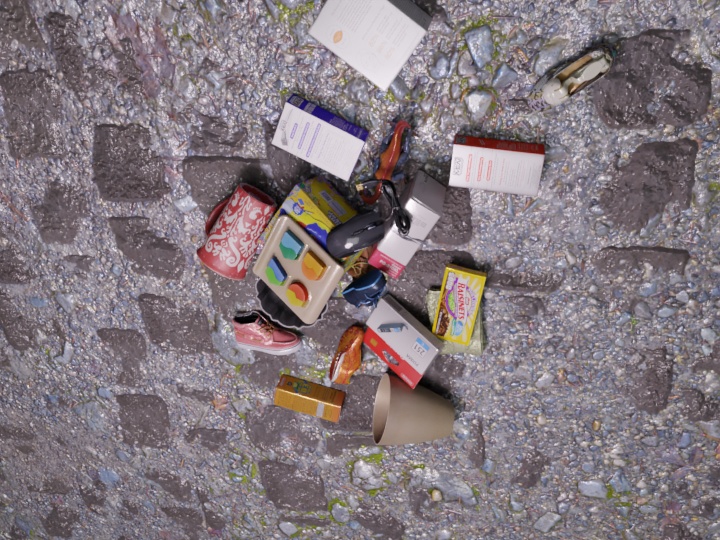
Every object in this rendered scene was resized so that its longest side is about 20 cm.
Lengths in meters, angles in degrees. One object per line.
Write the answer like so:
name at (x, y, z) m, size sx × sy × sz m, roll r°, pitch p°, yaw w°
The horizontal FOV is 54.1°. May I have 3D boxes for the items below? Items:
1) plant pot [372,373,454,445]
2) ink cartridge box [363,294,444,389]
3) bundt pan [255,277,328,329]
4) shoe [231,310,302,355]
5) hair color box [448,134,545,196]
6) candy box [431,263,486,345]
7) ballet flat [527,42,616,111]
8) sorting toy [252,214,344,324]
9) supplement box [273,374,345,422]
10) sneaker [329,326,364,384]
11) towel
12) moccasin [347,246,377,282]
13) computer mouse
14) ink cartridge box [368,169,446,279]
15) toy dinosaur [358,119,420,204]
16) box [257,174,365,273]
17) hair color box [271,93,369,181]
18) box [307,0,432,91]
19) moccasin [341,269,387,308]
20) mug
plant pot at (0.148, 0.390, 1.913) m, size 0.195 × 0.189 × 0.190 m, roll 11°, pitch 125°, yaw -10°
ink cartridge box at (0.096, 0.192, 1.824) m, size 0.199 × 0.044 × 0.178 m, roll 41°, pitch 124°, yaw 16°
bundt pan at (-0.168, 0.047, 1.825) m, size 0.197 × 0.076 × 0.206 m, roll 6°, pitch 122°, yaw 10°
shoe at (-0.257, 0.169, 1.924) m, size 0.195 × 0.072 × 0.092 m, roll 4°, pitch 128°, yaw 17°
hair color box at (0.297, -0.230, 1.548) m, size 0.195 × 0.062 × 0.103 m, roll 8°, pitch 123°, yaw 7°
candy box at (0.241, 0.086, 1.737) m, size 0.100 × 0.027 × 0.204 m, roll 12°, pitch 119°, yaw 7°
ballet flat at (0.422, -0.383, 1.418) m, size 0.199 × 0.072 × 0.072 m, roll -32°, pitch 109°, yaw 29°
sorting toy at (-0.150, 0.001, 1.631) m, size 0.199 × 0.036 × 0.187 m, roll 40°, pitch 122°, yaw 12°
supplement box at (-0.146, 0.366, 2.022) m, size 0.196 × 0.067 × 0.070 m, roll 13°, pitch 124°, yaw 5°
sneaker at (-0.025, 0.227, 1.917) m, size 0.075 × 0.074 × 0.202 m, roll 9°, pitch 130°, yaw -19°
towel at (0.243, 0.132, 1.799) m, size 0.145 × 0.037 × 0.204 m, roll -1°, pitch 121°, yaw 16°
moccasin at (-0.001, -0.001, 1.749) m, size 0.073 × 0.077 × 0.205 m, roll 36°, pitch 139°, yaw 37°
computer mouse at (0.000, -0.115, 1.525) m, size 0.196 × 0.046 × 0.143 m, roll -19°, pitch 90°, yaw 16°
ink cartridge box at (0.108, -0.106, 1.619) m, size 0.083 × 0.146 × 0.201 m, roll 29°, pitch 124°, yaw -7°
toy dinosaur at (0.047, -0.236, 1.561) m, size 0.104 × 0.200 × 0.184 m, roll 27°, pitch 93°, yaw 14°
box at (-0.103, -0.078, 1.671) m, size 0.200 × 0.122 × 0.193 m, roll 46°, pitch 123°, yaw 8°
hair color box at (-0.091, -0.301, 1.600) m, size 0.197 × 0.065 × 0.110 m, roll 25°, pitch 124°, yaw -4°
box at (0.021, -0.495, 1.425) m, size 0.198 × 0.107 × 0.153 m, roll 35°, pitch 123°, yaw -9°
moccasin at (0.022, 0.047, 1.660) m, size 0.068 × 0.080 × 0.200 m, roll 49°, pitch 162°, yaw -8°
mug at (-0.311, -0.111, 1.716) m, size 0.176 × 0.133 × 0.202 m, roll 36°, pitch 105°, yaw 12°
